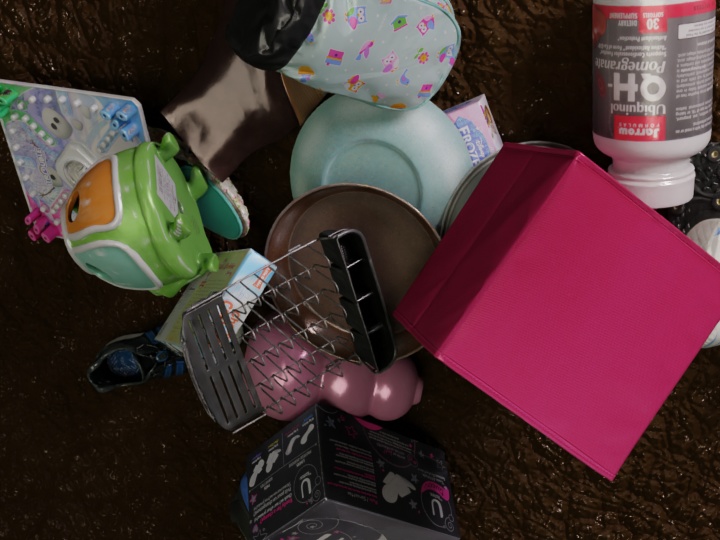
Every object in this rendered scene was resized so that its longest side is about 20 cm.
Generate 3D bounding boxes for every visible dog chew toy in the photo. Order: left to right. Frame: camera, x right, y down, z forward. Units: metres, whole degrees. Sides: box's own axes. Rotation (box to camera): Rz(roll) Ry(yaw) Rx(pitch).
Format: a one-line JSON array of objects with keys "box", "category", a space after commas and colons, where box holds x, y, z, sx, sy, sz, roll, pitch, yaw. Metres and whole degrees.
[{"box": [-0.028, 0.113, 1.146, 0.197, 0.125, 0.126, 12, 113, 2], "category": "dog chew toy"}]

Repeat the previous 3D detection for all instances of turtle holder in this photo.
[{"box": [-0.220, -0.048, 1.055, 0.130, 0.185, 0.143, -17, 85, 7], "category": "turtle holder"}]

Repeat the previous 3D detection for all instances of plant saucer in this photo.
[{"box": [0.000, 0.000, 1.054, 0.197, 0.035, 0.203, 7, 118, 14], "category": "plant saucer"}, {"box": [0.016, -0.085, 1.055, 0.197, 0.039, 0.204, 5, 110, 14], "category": "plant saucer"}]

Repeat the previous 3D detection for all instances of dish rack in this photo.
[{"box": [-0.070, 0.062, 0.994, 0.054, 0.198, 0.155, 21, 134, 56], "category": "dish rack"}]

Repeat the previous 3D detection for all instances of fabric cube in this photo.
[{"box": [0.172, 0.026, 0.926, 0.195, 0.200, 0.201, 33, 92, -13], "category": "fabric cube"}]

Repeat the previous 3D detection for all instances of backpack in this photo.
[{"box": [-0.006, -0.232, 0.970, 0.198, 0.128, 0.168, 11, 130, -36], "category": "backpack"}]

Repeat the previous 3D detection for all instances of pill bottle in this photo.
[{"box": [0.270, -0.166, 0.963, 0.109, 0.111, 0.203, 0, 110, 15], "category": "pill bottle"}]

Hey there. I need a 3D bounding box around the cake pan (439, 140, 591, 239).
[{"box": [0.178, -0.026, 1.038, 0.197, 0.037, 0.204, -2, 101, -8], "category": "cake pan"}]

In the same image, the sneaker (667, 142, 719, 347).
[{"box": [0.347, -0.025, 1.028, 0.071, 0.072, 0.204, 10, 102, 42], "category": "sneaker"}]

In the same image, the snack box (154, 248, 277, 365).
[{"box": [-0.156, 0.037, 1.090, 0.037, 0.200, 0.117, 34, 78, -16], "category": "snack box"}]

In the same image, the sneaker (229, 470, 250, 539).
[{"box": [-0.069, 0.317, 1.250, 0.199, 0.077, 0.112, 37, 109, 4], "category": "sneaker"}]

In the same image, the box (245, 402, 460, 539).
[{"box": [-0.010, 0.250, 1.133, 0.198, 0.116, 0.132, 26, 129, -34], "category": "box"}]

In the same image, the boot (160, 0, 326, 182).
[{"box": [-0.139, -0.212, 1.052, 0.166, 0.072, 0.201, -37, 106, -1], "category": "boot"}]

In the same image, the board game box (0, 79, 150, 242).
[{"box": [-0.309, -0.104, 1.142, 0.197, 0.026, 0.202, 11, 130, 22], "category": "board game box"}]

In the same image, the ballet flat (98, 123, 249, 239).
[{"box": [-0.194, -0.112, 1.133, 0.199, 0.064, 0.076, 34, 135, 2], "category": "ballet flat"}]

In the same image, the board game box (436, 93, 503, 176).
[{"box": [0.074, -0.054, 1.095, 0.197, 0.041, 0.202, -20, 104, 21], "category": "board game box"}]

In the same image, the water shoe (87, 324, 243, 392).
[{"box": [-0.227, 0.101, 1.213, 0.197, 0.079, 0.072, -20, 104, 21], "category": "water shoe"}]
